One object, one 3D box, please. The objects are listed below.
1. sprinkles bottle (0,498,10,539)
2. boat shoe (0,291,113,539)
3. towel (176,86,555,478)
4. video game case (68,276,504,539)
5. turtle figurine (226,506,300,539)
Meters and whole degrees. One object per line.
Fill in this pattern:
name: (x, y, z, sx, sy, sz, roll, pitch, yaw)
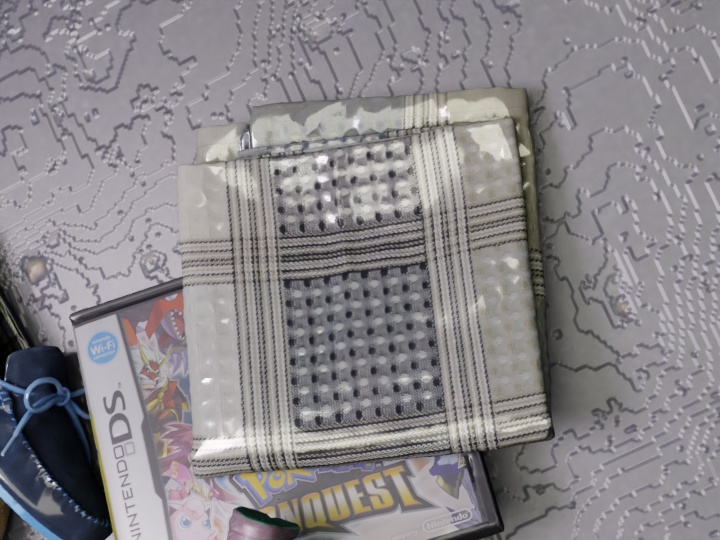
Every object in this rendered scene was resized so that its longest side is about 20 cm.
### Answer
sprinkles bottle: (-0.303, 0.123, 0.890, 0.198, 0.068, 0.069, 7, 89, 14)
boat shoe: (-0.195, 0.063, 0.861, 0.069, 0.084, 0.200, -40, 81, 6)
towel: (0.000, 0.000, 0.806, 0.191, 0.035, 0.202, -7, 70, 9)
video game case: (-0.044, 0.078, 0.821, 0.199, 0.026, 0.182, -18, 69, 6)
turtle figurine: (-0.054, 0.224, 0.743, 0.149, 0.101, 0.201, 23, 88, -6)
